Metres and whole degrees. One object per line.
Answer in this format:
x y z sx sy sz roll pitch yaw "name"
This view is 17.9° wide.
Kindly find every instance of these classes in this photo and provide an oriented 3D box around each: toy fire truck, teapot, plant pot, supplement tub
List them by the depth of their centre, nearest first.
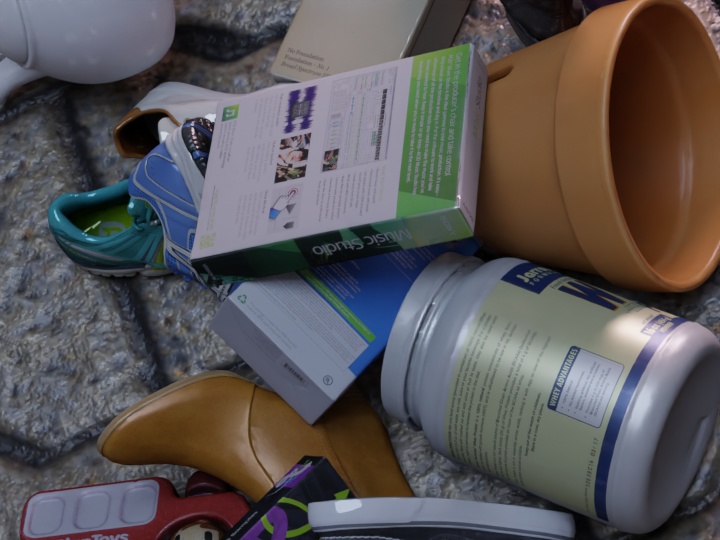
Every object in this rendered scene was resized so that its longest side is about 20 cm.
0.128 0.077 1.529 0.199 0.145 0.146 21 75 24 "supplement tub"
0.157 -0.082 1.575 0.139 0.200 0.202 -4 65 35 "plant pot"
-0.151 0.211 1.593 0.198 0.113 0.169 -10 46 13 "toy fire truck"
-0.238 -0.226 1.739 0.145 0.202 0.197 -21 19 -19 "teapot"

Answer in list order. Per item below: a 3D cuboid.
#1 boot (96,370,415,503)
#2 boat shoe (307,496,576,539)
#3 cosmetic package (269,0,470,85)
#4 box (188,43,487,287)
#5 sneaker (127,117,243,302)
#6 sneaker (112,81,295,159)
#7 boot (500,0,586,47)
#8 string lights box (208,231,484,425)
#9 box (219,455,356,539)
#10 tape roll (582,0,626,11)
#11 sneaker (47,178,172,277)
-0.068 0.140 1.575 0.200 0.071 0.145 -16 62 -23 "boot"
0.055 0.186 1.503 0.070 0.199 0.067 -13 71 55 "boat shoe"
0.022 -0.208 1.729 0.103 0.073 0.201 17 74 24 "cosmetic package"
-0.013 -0.070 1.539 0.198 0.036 0.145 -11 50 24 "box"
-0.093 -0.011 1.648 0.077 0.076 0.201 -26 99 24 "sneaker"
-0.097 -0.094 1.698 0.199 0.073 0.085 4 28 33 "sneaker"
0.102 -0.249 1.595 0.069 0.174 0.200 -37 70 -7 "boot"
0.000 0.000 1.596 0.103 0.059 0.200 44 62 2 "string lights box"
-0.055 0.241 1.497 0.200 0.036 0.143 -43 105 -21 "box"
0.167 -0.274 1.637 0.085 0.200 0.200 -37 61 1 "tape roll"
-0.140 -0.035 1.703 0.198 0.080 0.078 -7 65 15 "sneaker"
